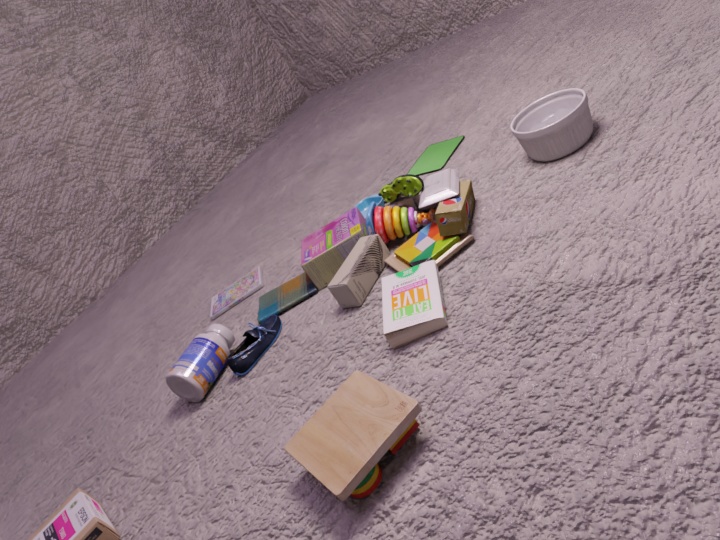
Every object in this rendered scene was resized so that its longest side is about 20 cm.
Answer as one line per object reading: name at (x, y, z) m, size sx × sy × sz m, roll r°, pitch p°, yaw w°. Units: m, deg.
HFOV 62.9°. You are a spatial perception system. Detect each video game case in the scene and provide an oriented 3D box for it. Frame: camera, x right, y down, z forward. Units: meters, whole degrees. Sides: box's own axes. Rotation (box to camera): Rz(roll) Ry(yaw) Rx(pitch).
video game case at (-0.412, 0.073, 1.962) m, size 0.200 × 0.018 × 0.143 m, roll -34°, pitch 26°, yaw 4°

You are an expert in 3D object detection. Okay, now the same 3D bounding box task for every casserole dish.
casserole dish at (0.002, -0.165, 1.850) m, size 0.121 × 0.039 × 0.200 m, roll 3°, pitch 44°, yaw 52°

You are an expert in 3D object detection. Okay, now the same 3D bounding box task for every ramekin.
ramekin at (0.502, -0.371, 1.526) m, size 0.200 × 0.105 × 0.200 m, roll -27°, pitch 27°, yaw 15°

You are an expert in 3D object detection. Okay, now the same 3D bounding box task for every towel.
towel at (-0.212, 0.073, 1.722) m, size 0.200 × 0.022 × 0.147 m, roll -29°, pitch 27°, yaw 9°

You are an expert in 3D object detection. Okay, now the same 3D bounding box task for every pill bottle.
pill bottle at (-0.420, 0.241, 1.577) m, size 0.112 × 0.112 × 0.200 m, roll -14°, pitch 33°, yaw 37°

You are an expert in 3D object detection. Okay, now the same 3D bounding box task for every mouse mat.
mouse mat at (0.246, -0.377, 1.955) m, size 0.161 × 0.008 × 0.200 m, roll -7°, pitch 39°, yaw 45°

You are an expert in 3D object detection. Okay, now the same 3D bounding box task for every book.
book at (0.116, 0.067, 1.294) m, size 0.133 × 0.048 × 0.200 m, roll -21°, pitch 34°, yaw 14°

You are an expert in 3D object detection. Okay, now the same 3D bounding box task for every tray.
tray at (0.204, -0.223, 1.541) m, size 0.107 × 0.022 × 0.200 m, roll -20°, pitch 22°, yaw 18°

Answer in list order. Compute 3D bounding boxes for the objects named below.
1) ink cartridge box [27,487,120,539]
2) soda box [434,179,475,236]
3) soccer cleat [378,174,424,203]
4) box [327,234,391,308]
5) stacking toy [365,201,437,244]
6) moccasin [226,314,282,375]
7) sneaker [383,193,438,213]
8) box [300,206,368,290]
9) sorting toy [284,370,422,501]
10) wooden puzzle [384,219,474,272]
ink cartridge box at (-0.632, 0.590, 1.279) m, size 0.165 × 0.075 × 0.200 m, roll -49°, pitch 28°, yaw -24°
soda box at (0.241, -0.160, 1.483) m, size 0.067 × 0.064 × 0.200 m, roll -7°, pitch 28°, yaw 22°
soccer cleat at (0.121, -0.236, 1.620) m, size 0.081 × 0.068 × 0.200 m, roll -42°, pitch 14°, yaw -23°
box at (0.000, 0.000, 1.523) m, size 0.068 × 0.082 × 0.200 m, roll -10°, pitch 37°, yaw 40°
stacking toy at (0.120, -0.133, 1.598) m, size 0.199 × 0.116 × 0.110 m, roll -8°, pitch 27°, yaw 14°
moccasin at (-0.276, 0.183, 1.552) m, size 0.080 × 0.068 × 0.200 m, roll -12°, pitch 33°, yaw 39°
sneaker at (0.135, -0.171, 1.664) m, size 0.115 × 0.075 × 0.200 m, roll -46°, pitch 23°, yaw -20°
box at (-0.064, -0.066, 1.693) m, size 0.200 × 0.097 × 0.176 m, roll -29°, pitch 26°, yaw 10°
sorting toy at (-0.005, 0.294, 1.037) m, size 0.199 × 0.070 × 0.200 m, roll -45°, pitch 28°, yaw -19°
wooden puzzle at (0.163, -0.057, 1.472) m, size 0.185 × 0.037 × 0.200 m, roll -39°, pitch 26°, yaw -7°
